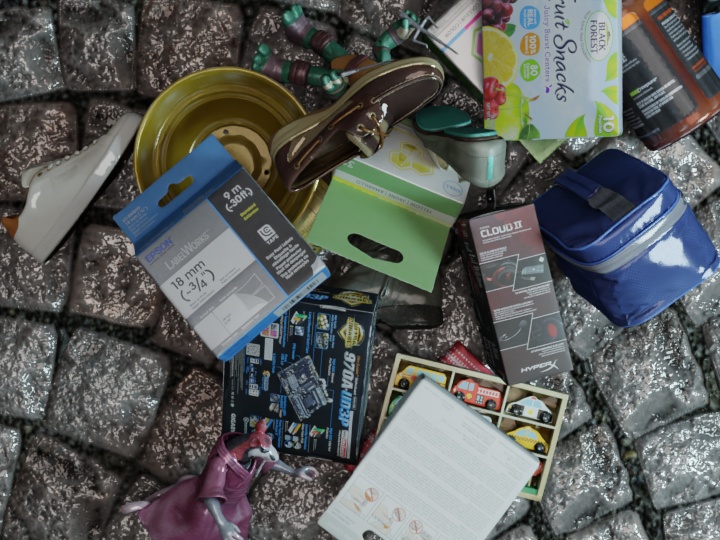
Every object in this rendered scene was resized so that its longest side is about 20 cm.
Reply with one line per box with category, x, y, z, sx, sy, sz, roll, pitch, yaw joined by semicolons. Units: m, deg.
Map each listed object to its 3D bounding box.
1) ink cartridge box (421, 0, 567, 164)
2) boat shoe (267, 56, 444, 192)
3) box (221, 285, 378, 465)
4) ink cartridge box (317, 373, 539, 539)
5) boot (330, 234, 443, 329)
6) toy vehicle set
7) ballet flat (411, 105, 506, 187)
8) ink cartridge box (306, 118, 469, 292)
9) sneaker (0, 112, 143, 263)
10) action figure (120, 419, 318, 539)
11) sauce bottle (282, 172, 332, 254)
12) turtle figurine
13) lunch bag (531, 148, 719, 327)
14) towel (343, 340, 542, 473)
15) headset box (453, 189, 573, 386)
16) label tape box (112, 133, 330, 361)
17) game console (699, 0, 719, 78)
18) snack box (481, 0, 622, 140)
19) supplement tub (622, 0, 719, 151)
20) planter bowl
ink cartridge box;0.173;-0.224;1.253;0.104;0.059;0.200;-44;93;2
boat shoe;0.001;-0.143;1.147;0.200;0.072;0.072;-26;57;10
box;-0.069;0.110;1.233;0.159;0.046;0.200;8;117;6
ink cartridge box;0.074;0.240;1.240;0.160;0.047;0.200;36;93;-1
boot;0.000;0.000;1.273;0.200;0.068;0.131;0;81;0
toy vehicle set;0.121;0.175;1.273;0.200;0.027;0.124;14;90;0
ballet flat;0.098;-0.127;1.180;0.067;0.200;0.064;-9;108;-10
ink cartridge box;0.038;-0.084;1.204;0.145;0.200;0.048;22;134;-3
sneaker;-0.322;-0.108;1.246;0.085;0.073;0.200;39;94;-5
action figure;-0.150;0.230;1.243;0.149;0.134;0.200;39;119;21
sauce bottle;-0.080;-0.029;1.261;0.065;0.065;0.200;44;94;-3
turtle figurine;-0.006;-0.216;1.210;0.200;0.150;0.101;20;134;20
lunch bag;0.268;-0.048;1.202;0.136;0.200;0.132;-36;112;0
towel;0.095;0.201;1.298;0.145;0.022;0.200;43;90;-1
headset box;0.159;0.011;1.223;0.075;0.149;0.200;-14;93;-1
label tape box;-0.149;-0.029;1.153;0.144;0.063;0.200;-40;82;-2
game console;0.466;-0.310;1.273;0.200;0.118;0.171;-11;63;0
snack box;0.200;-0.237;1.177;0.142;0.053;0.200;-1;96;17
supplement tub;0.306;-0.238;1.231;0.107;0.107;0.200;-35;94;1
planter bowl;-0.142;-0.119;1.243;0.200;0.083;0.201;0;93;0
